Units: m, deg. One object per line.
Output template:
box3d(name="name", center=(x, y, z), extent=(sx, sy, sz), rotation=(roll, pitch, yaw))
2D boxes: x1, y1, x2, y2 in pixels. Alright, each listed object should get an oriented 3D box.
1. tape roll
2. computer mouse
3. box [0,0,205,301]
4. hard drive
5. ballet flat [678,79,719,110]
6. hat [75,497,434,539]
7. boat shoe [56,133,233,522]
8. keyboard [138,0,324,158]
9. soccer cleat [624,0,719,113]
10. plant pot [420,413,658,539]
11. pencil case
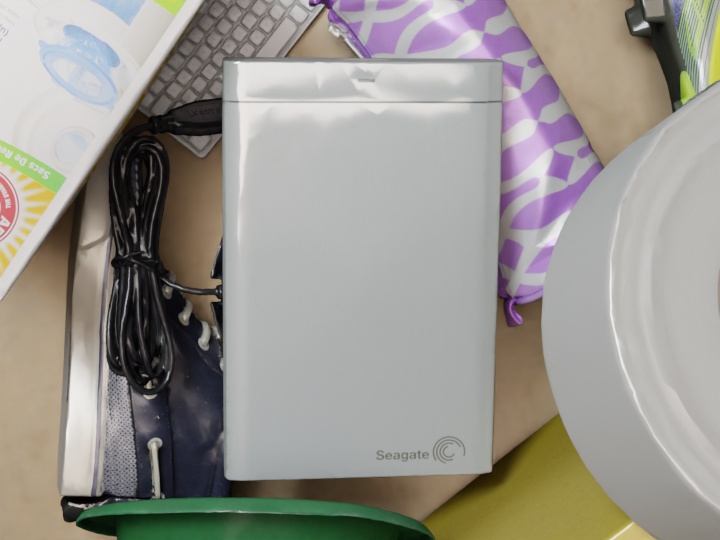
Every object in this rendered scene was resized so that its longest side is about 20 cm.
box3d(name="tape roll", center=(0.179, 0.022, 0.654), extent=(0.202, 0.071, 0.203), rotation=(4, 75, -15))
box3d(name="computer mouse", center=(-0.039, -0.018, 0.801), extent=(0.199, 0.046, 0.141), rotation=(-6, 92, -21))
box3d(name="box", center=(-0.152, -0.101, 0.721), extent=(0.112, 0.101, 0.200), rotation=(34, 93, -11))
box3d(name="hard drive", center=(0.000, 0.000, 0.755), extent=(0.131, 0.027, 0.201), rotation=(-1, 101, -7))
box3d(name="ballet flat", center=(0.223, -0.072, 0.757), extent=(0.200, 0.072, 0.072), rotation=(-20, 89, -31))
box3d(name="hat", center=(-0.064, 0.206, 0.743), extent=(0.200, 0.165, 0.177), rotation=(-10, 69, 36))
box3d(name="boat shoe", center=(-0.105, 0.030, 0.818), extent=(0.092, 0.075, 0.201), rotation=(4, 90, -14))
box3d(name="keyboard", center=(-0.044, -0.154, 0.839), extent=(0.056, 0.011, 0.200), rotation=(38, 91, 2))
box3d(name="soccer cleat", center=(0.193, -0.091, 0.806), extent=(0.083, 0.065, 0.201), rotation=(-16, 89, -4))
box3d(name="plant pot", center=(0.131, 0.178, 0.749), extent=(0.200, 0.176, 0.200), rotation=(-38, 88, 1))
box3d(name="pencil case", center=(0.059, -0.079, 0.798), extent=(0.085, 0.084, 0.200), rotation=(-33, 89, -14))
